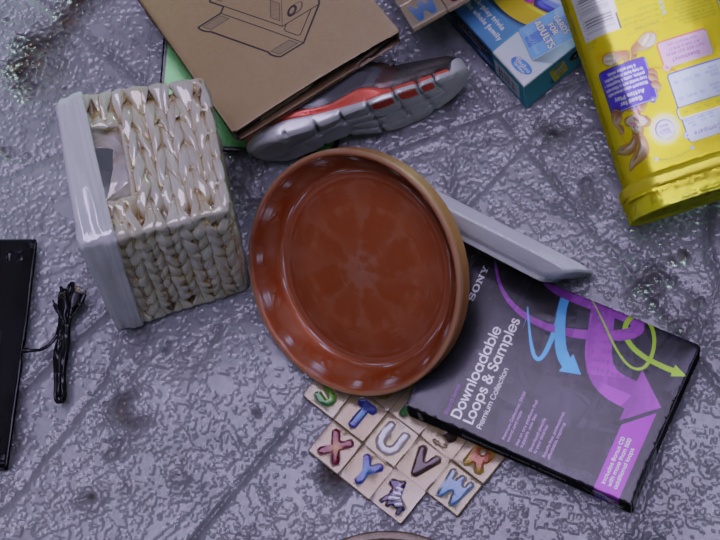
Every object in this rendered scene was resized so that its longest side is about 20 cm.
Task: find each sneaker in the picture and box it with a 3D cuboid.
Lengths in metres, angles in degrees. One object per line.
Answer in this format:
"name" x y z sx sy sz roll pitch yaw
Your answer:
"sneaker" -0.009 -0.160 1.738 0.198 0.077 0.082 -16 72 -3

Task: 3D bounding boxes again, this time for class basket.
"basket" -0.164 -0.054 1.666 0.122 0.200 0.137 -12 69 -2

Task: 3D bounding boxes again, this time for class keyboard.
"keyboard" -0.294 0.069 1.734 0.126 0.021 0.202 0 72 14

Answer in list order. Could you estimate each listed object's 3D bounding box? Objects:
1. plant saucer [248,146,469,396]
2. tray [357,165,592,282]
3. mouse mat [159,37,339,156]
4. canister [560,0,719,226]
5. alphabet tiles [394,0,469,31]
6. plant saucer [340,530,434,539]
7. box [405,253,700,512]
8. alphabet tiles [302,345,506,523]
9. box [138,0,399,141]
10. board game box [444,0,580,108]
"plant saucer" 0.000 0.000 1.654 0.199 0.032 0.202 8 105 30
"tray" 0.089 -0.036 1.677 0.199 0.107 0.022 28 96 16
"mouse mat" -0.092 -0.199 1.787 0.160 0.008 0.202 3 77 2
"canister" 0.258 -0.155 1.678 0.147 0.087 0.201 -17 83 -1
"alphabet tiles" 0.104 -0.299 1.761 0.199 0.008 0.168 -30 43 3
"plant saucer" 0.020 0.304 1.604 0.198 0.029 0.202 -2 71 7
"box" 0.154 0.088 1.651 0.199 0.036 0.144 22 75 15
"alphabet tiles" 0.057 0.100 1.682 0.166 0.006 0.200 37 79 18
"box" -0.084 -0.221 1.745 0.163 0.021 0.200 -32 59 -6
"board game box" 0.170 -0.261 1.771 0.200 0.047 0.151 -39 71 -6
